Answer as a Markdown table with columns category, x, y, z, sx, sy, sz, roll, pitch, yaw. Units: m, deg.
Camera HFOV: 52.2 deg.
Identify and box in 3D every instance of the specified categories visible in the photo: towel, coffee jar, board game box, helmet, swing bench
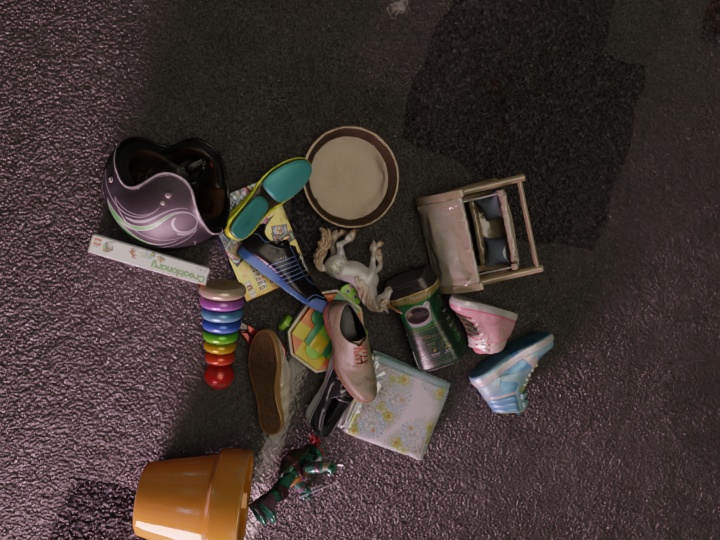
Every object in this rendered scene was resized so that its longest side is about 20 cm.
| category | x | y | z | sx | sy | sz | roll | pitch | yaw |
| --- | --- | --- | --- | --- | --- | --- | --- | --- | --- |
| towel | 0.068 | 0.269 | 1.476 | 0.199 | 0.048 | 0.172 | 24 | 88 | -17 |
| coffee jar | 0.128 | 0.092 | 1.458 | 0.104 | 0.085 | 0.201 | -20 | 100 | 20 |
| board game box | -0.368 | -0.019 | 1.283 | 0.199 | 0.126 | 0.035 | 18 | 86 | -17 |
| board game box | -0.194 | -0.059 | 1.384 | 0.135 | 0.035 | 0.201 | -23 | 99 | -16 |
| helmet | -0.338 | -0.131 | 1.255 | 0.190 | 0.200 | 0.201 | -3 | 94 | 14 |
| swing bench | 0.233 | -0.072 | 1.471 | 0.199 | 0.130 | 0.200 | -16 | 97 | -16 |

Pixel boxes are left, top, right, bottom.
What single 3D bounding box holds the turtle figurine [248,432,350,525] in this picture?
| category | x | y | z | sx | sy | sz | roll | pitch | yaw |
| --- | --- | --- | --- | --- | --- | --- | --- | --- | --- |
| turtle figurine | -0.114 | 0.391 | 1.388 | 0.101 | 0.150 | 0.200 | 43 | 57 | 17 |

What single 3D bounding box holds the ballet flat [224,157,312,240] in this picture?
| category | x | y | z | sx | sy | sz | roll | pitch | yaw |
| --- | --- | --- | --- | --- | --- | --- | --- | --- | --- |
| ballet flat | -0.175 | -0.136 | 1.333 | 0.200 | 0.067 | 0.067 | -46 | 120 | -10 |

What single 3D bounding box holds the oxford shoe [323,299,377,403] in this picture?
| category | x | y | z | sx | sy | sz | roll | pitch | yaw |
| --- | --- | --- | --- | --- | --- | --- | --- | --- | --- |
| oxford shoe | -0.013 | 0.150 | 1.337 | 0.070 | 0.075 | 0.201 | -23 | 94 | -21 |

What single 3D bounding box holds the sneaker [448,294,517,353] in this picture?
| category | x | y | z | sx | sy | sz | roll | pitch | yaw |
| --- | --- | --- | --- | --- | --- | --- | --- | --- | --- |
| sneaker | 0.240 | 0.115 | 1.484 | 0.200 | 0.075 | 0.105 | 18 | 92 | -45 |

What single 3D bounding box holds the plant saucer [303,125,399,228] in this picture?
| category | x | y | z | sx | sy | sz | roll | pitch | yaw |
| --- | --- | --- | --- | --- | --- | --- | --- | --- | --- |
| plant saucer | -0.020 | -0.182 | 1.438 | 0.199 | 0.029 | 0.201 | -1 | 93 | -18 |

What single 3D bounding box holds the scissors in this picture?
| category | x | y | z | sx | sy | sz | roll | pitch | yaw |
| --- | --- | --- | --- | --- | --- | --- | --- | --- | --- |
| scissors | -0.219 | 0.104 | 1.396 | 0.073 | 0.014 | 0.200 | -38 | 101 | -10 |

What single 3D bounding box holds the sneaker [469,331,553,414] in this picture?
| category | x | y | z | sx | sy | sz | roll | pitch | yaw |
| --- | --- | --- | --- | --- | --- | --- | --- | --- | --- |
| sneaker | 0.338 | 0.223 | 1.543 | 0.200 | 0.080 | 0.131 | -30 | 99 | -5 |

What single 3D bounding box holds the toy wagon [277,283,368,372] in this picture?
| category | x | y | z | sx | sy | sz | roll | pitch | yaw |
| --- | --- | --- | --- | --- | --- | --- | --- | --- | --- |
| toy wagon | -0.057 | 0.096 | 1.431 | 0.155 | 0.040 | 0.200 | 38 | 81 | -16 |

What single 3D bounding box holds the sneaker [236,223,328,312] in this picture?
| category | x | y | z | sx | sy | sz | roll | pitch | yaw |
| --- | --- | --- | --- | --- | --- | --- | --- | --- | --- |
| sneaker | -0.128 | -0.004 | 1.353 | 0.200 | 0.070 | 0.078 | 38 | 86 | -16 |

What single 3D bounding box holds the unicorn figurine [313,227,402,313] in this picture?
| category | x | y | z | sx | sy | sz | roll | pitch | yaw |
| --- | --- | --- | --- | --- | --- | --- | --- | --- | --- |
| unicorn figurine | 0.000 | 0.000 | 1.420 | 0.199 | 0.074 | 0.138 | 17 | 71 | 2 |

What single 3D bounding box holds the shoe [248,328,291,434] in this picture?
| category | x | y | z | sx | sy | sz | roll | pitch | yaw |
| --- | --- | --- | --- | --- | --- | --- | --- | --- | --- |
| shoe | -0.168 | 0.206 | 1.389 | 0.070 | 0.053 | 0.201 | 1 | 98 | 25 |

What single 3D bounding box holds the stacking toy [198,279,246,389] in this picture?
| category | x | y | z | sx | sy | sz | roll | pitch | yaw |
| --- | --- | --- | --- | --- | --- | --- | --- | --- | --- |
| stacking toy | -0.254 | 0.121 | 1.347 | 0.085 | 0.085 | 0.201 | -1 | 105 | -18 |

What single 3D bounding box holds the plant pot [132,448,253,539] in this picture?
| category | x | y | z | sx | sy | sz | roll | pitch | yaw |
| --- | --- | --- | --- | --- | --- | --- | --- | --- | --- |
| plant pot | -0.294 | 0.411 | 1.300 | 0.183 | 0.200 | 0.201 | 6 | 90 | -3 |

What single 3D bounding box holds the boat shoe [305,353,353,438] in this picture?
| category | x | y | z | sx | sy | sz | roll | pitch | yaw |
| --- | --- | --- | --- | --- | --- | --- | --- | --- | --- |
| boat shoe | -0.037 | 0.226 | 1.400 | 0.072 | 0.068 | 0.200 | 23 | 101 | -39 |
